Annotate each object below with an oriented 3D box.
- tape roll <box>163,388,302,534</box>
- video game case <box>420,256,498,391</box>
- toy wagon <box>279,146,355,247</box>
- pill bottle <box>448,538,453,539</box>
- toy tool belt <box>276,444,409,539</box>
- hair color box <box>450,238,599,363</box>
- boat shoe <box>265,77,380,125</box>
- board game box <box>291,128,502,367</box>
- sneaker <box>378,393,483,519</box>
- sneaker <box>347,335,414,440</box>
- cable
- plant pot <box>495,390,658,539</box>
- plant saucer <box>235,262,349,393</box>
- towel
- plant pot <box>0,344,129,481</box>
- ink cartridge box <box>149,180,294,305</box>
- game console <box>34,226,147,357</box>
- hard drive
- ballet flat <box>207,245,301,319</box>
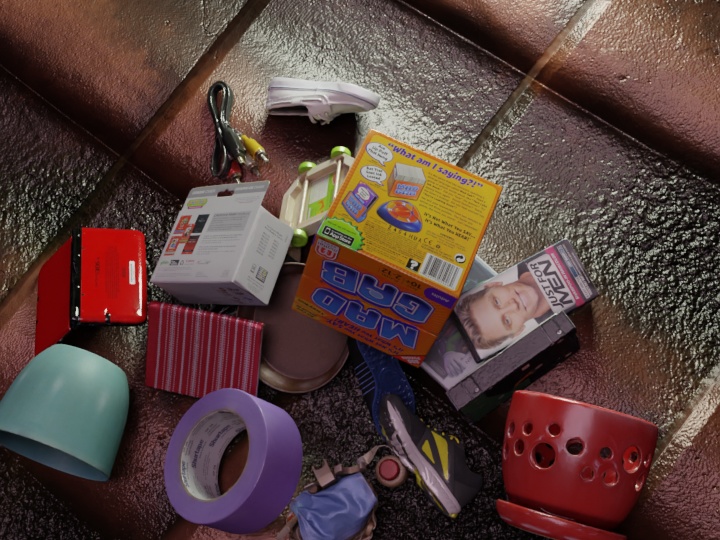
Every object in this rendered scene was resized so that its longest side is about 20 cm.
[{"bbox_3d":[-0.188,0.281,1.571,0.200,0.085,0.200,-18,58,32],"label":"tape roll"},{"bbox_3d":[0.125,0.053,1.599,0.200,0.023,0.182,42,82,7],"label":"video game case"},{"bbox_3d":[-0.045,-0.122,1.672,0.200,0.040,0.155,-22,45,32],"label":"toy wagon"},{"bbox_3d":[0.079,0.468,1.469,0.200,0.112,0.112,-42,68,-2],"label":"pill bottle"},{"bbox_3d":[-0.024,0.329,1.531,0.200,0.123,0.125,-36,68,1],"label":"toy tool belt"},{"bbox_3d":[0.235,0.045,1.562,0.200,0.061,0.100,-28,81,-5],"label":"hair color box"},{"bbox_3d":[-0.064,-0.272,1.762,0.200,0.074,0.065,9,80,27],"label":"boat shoe"},{"bbox_3d":[0.048,-0.029,1.467,0.200,0.200,0.200,24,56,2],"label":"board game box"},{"bbox_3d":[0.100,0.256,1.540,0.085,0.074,0.200,-33,92,-18],"label":"sneaker"},{"bbox_3d":[0.029,0.154,1.581,0.070,0.078,0.200,-17,108,-11],"label":"sneaker"},{"bbox_3d":[-0.223,-0.227,1.810,0.097,0.050,0.200,-37,55,19],"label":"cable"},{"bbox_3d":[0.281,0.270,1.435,0.200,0.200,0.183,14,80,18],"label":"plant pot"},{"bbox_3d":[-0.098,0.087,1.646,0.200,0.034,0.201,1,93,23],"label":"plant saucer"},{"bbox_3d":[-0.247,0.131,1.672,0.200,0.022,0.145,10,105,17],"label":"towel"},{"bbox_3d":[-0.449,0.211,1.644,0.200,0.201,0.161,12,65,17],"label":"plant pot"},{"bbox_3d":[-0.208,-0.041,1.666,0.200,0.084,0.176,0,63,43],"label":"ink cartridge box"},{"bbox_3d":[-0.441,0.039,1.752,0.172,0.119,0.200,2,49,-16],"label":"game console"},{"bbox_3d":[0.219,0.141,1.520,0.200,0.140,0.038,-36,68,2],"label":"hard drive"},{"bbox_3d":[-0.166,0.025,1.696,0.066,0.057,0.200,40,86,20],"label":"ballet flat"}]
